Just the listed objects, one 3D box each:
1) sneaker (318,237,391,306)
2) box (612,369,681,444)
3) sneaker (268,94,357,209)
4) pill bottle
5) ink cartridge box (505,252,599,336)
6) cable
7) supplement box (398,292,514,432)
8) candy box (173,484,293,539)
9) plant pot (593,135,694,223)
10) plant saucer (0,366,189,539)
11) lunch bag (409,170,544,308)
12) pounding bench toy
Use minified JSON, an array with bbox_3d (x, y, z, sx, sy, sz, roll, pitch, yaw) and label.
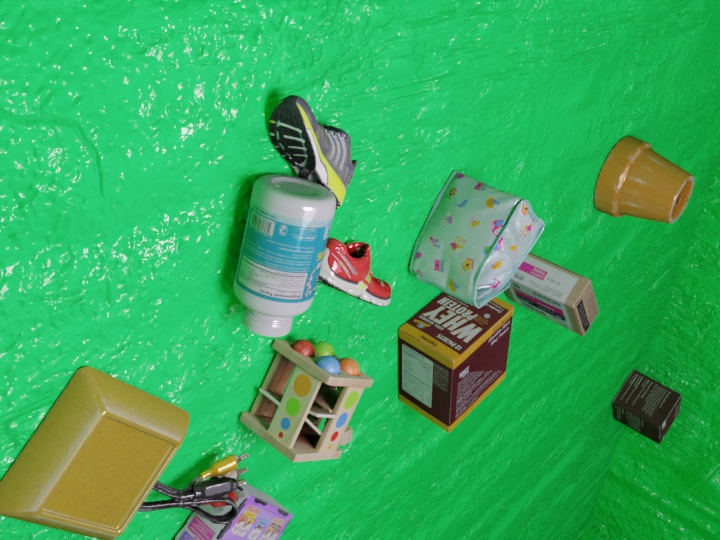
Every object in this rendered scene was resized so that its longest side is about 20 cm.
[{"bbox_3d":[0.000,0.000,1.222,0.200,0.077,0.085,25,88,-58],"label":"sneaker"},{"bbox_3d":[1.096,0.522,3.001,0.164,0.199,0.166,-50,146,-18],"label":"box"},{"bbox_3d":[-0.058,-0.168,1.032,0.081,0.074,0.200,-61,154,-19],"label":"sneaker"},{"bbox_3d":[-0.105,-0.017,1.030,0.110,0.110,0.201,-12,124,-50],"label":"pill bottle"},{"bbox_3d":[0.401,0.042,1.684,0.075,0.199,0.165,-56,146,-9],"label":"ink cartridge box"},{"bbox_3d":[-0.248,0.322,1.124,0.199,0.050,0.098,-1,100,-32],"label":"cable"},{"bbox_3d":[0.186,0.165,1.544,0.197,0.132,0.201,-36,140,-34],"label":"supplement box"},{"bbox_3d":[-0.220,0.443,1.252,0.200,0.071,0.168,-54,147,-12],"label":"candy box"},{"bbox_3d":[0.710,-0.208,1.935,0.200,0.183,0.201,-33,138,-36],"label":"plant pot"},{"bbox_3d":[-0.318,0.243,0.968,0.201,0.048,0.200,-56,140,-7],"label":"plant saucer"},{"bbox_3d":[0.193,-0.046,1.360,0.122,0.170,0.201,34,86,-50],"label":"lunch bag"},{"bbox_3d":[-0.059,0.197,1.239,0.200,0.124,0.157,16,100,-57],"label":"pounding bench toy"}]
